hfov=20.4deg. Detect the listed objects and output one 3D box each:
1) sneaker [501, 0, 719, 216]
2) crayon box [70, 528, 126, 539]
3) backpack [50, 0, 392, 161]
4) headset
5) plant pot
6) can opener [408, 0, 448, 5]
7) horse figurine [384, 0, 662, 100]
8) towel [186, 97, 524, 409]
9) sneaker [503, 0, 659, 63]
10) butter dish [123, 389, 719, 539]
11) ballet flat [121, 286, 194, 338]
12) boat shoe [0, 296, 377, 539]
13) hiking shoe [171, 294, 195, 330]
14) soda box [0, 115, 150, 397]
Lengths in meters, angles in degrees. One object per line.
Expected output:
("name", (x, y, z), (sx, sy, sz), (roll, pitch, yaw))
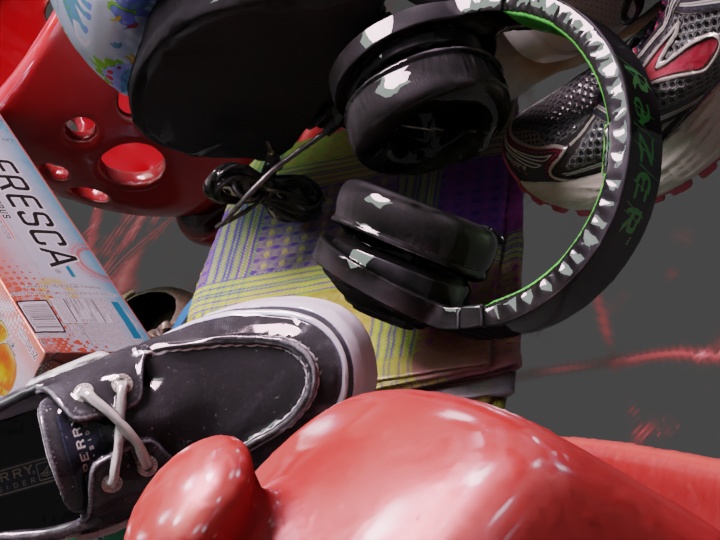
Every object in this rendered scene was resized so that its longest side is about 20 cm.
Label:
("sneaker", (0.124, -0.090, 0.725), (0.200, 0.075, 0.081), (-34, 25, 39))
("crayon box", (-0.167, 0.190, 0.866), (0.119, 0.058, 0.200), (-37, 23, 30))
("backpack", (-0.073, -0.166, 0.815), (0.163, 0.153, 0.201), (135, 136, -63))
("headset", (0.026, -0.035, 0.753), (0.199, 0.094, 0.124), (-2, 79, 35))
("plant pot", (-0.105, -0.118, 1.076), (0.200, 0.182, 0.201), (-43, 30, 33))
("can opener", (0.032, -0.149, 0.852), (0.053, 0.066, 0.200), (-63, 4, 16))
("horse figurine", (0.049, -0.102, 0.879), (0.199, 0.050, 0.133), (-19, 24, -5))
("towel", (0.000, 0.000, 0.820), (0.143, 0.023, 0.200), (-11, 34, 14))
("sneaker", (0.143, -0.158, 0.768), (0.200, 0.074, 0.115), (-46, 23, -21))
("butter dish", (0.000, 0.101, 0.538), (0.200, 0.148, 0.200), (-55, 21, -13))
("ballet flat", (-0.111, 0.036, 1.039), (0.067, 0.046, 0.200), (-51, 20, -4))
("boat shoe", (-0.091, 0.061, 0.727), (0.199, 0.072, 0.068), (-17, -5, 19))
("hiking shoe", (-0.057, 0.059, 0.874), (0.087, 0.074, 0.200), (-53, 8, 38))
("soda box", (-0.171, -0.001, 0.921), (0.200, 0.063, 0.069), (52, 125, 36))
